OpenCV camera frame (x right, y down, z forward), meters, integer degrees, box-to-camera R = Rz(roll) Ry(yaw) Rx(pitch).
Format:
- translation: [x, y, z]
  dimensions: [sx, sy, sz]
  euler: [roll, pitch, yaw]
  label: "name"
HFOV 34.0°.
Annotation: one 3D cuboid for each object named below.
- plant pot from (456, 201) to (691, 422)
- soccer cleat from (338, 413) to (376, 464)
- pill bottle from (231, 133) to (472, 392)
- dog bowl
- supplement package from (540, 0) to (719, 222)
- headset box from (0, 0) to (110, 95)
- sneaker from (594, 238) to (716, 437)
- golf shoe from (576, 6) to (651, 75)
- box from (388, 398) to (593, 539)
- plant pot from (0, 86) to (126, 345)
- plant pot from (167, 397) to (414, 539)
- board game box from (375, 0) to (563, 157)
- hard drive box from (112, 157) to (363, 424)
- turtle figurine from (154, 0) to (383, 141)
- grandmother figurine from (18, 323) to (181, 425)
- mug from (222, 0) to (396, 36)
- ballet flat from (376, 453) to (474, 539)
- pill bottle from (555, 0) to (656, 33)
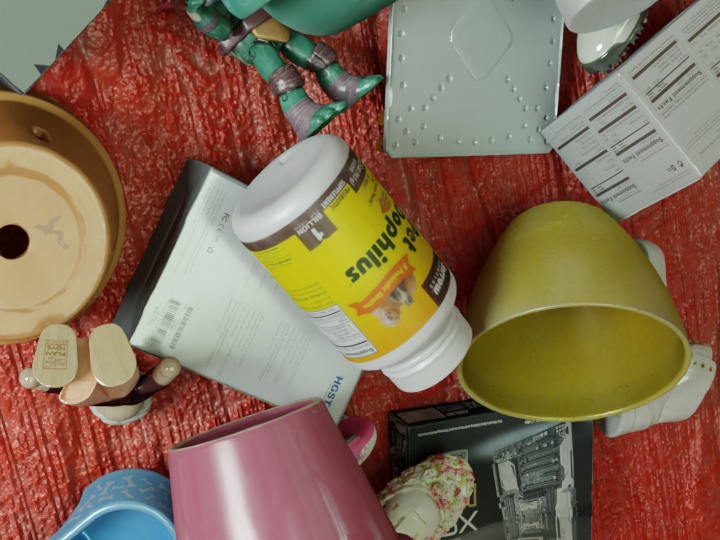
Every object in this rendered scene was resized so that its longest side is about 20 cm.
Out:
- translation: [0.183, 0.025, 1.047]
  dimensions: [0.199, 0.200, 0.143]
  euler: [20, 51, -25]
  label: "plant pot"
- translation: [-0.069, 0.201, 1.038]
  dimensions: [0.199, 0.070, 0.087]
  euler: [-28, 119, -9]
  label: "soccer cleat"
- translation: [0.000, 0.000, 0.913]
  dimensions: [0.109, 0.109, 0.200]
  euler: [-45, 113, -8]
  label: "pill bottle"
- translation: [-0.221, 0.251, 0.961]
  dimensions: [0.200, 0.050, 0.112]
  euler: [-39, 101, 3]
  label: "dog bowl"
- translation: [0.286, -0.159, 1.031]
  dimensions: [0.200, 0.156, 0.111]
  euler: [-40, 90, -19]
  label: "supplement package"
- translation: [-0.271, -0.213, 0.790]
  dimensions: [0.093, 0.200, 0.174]
  euler: [-48, 113, -6]
  label: "headset box"
- translation: [0.295, 0.061, 1.158]
  dimensions: [0.115, 0.074, 0.202]
  euler: [-5, 113, -23]
  label: "sneaker"
- translation: [0.218, -0.277, 1.052]
  dimensions: [0.087, 0.077, 0.202]
  euler: [18, 85, -25]
  label: "golf shoe"
- translation: [0.125, 0.201, 1.122]
  dimensions: [0.198, 0.050, 0.159]
  euler: [-6, 103, -21]
  label: "box"
- translation: [-0.263, -0.033, 0.864]
  dimensions: [0.198, 0.140, 0.202]
  euler: [-4, 102, -21]
  label: "plant pot"
- translation: [-0.063, 0.203, 0.910]
  dimensions: [0.198, 0.200, 0.181]
  euler: [-19, 90, -18]
  label: "plant pot"
- translation: [0.097, -0.201, 1.017]
  dimensions: [0.199, 0.026, 0.202]
  euler: [-6, 103, -37]
  label: "board game box"
- translation: [-0.081, 0.021, 0.985]
  dimensions: [0.199, 0.077, 0.157]
  euler: [26, 90, -25]
  label: "hard drive box"
- translation: [-0.075, -0.204, 0.929]
  dimensions: [0.150, 0.101, 0.200]
  euler: [-42, 96, -30]
  label: "turtle figurine"
- translation: [-0.197, 0.085, 0.897]
  dimensions: [0.120, 0.200, 0.061]
  euler: [8, 75, 2]
  label: "grandmother figurine"
- translation: [-0.013, -0.250, 0.857]
  dimensions: [0.151, 0.114, 0.187]
  euler: [23, 62, -36]
  label: "mug"
- translation: [0.019, 0.238, 1.041]
  dimensions: [0.200, 0.064, 0.076]
  euler: [-38, 95, 13]
  label: "ballet flat"
- translation: [0.174, -0.304, 0.962]
  dimensions: [0.113, 0.114, 0.202]
  euler: [-16, 78, -19]
  label: "pill bottle"
